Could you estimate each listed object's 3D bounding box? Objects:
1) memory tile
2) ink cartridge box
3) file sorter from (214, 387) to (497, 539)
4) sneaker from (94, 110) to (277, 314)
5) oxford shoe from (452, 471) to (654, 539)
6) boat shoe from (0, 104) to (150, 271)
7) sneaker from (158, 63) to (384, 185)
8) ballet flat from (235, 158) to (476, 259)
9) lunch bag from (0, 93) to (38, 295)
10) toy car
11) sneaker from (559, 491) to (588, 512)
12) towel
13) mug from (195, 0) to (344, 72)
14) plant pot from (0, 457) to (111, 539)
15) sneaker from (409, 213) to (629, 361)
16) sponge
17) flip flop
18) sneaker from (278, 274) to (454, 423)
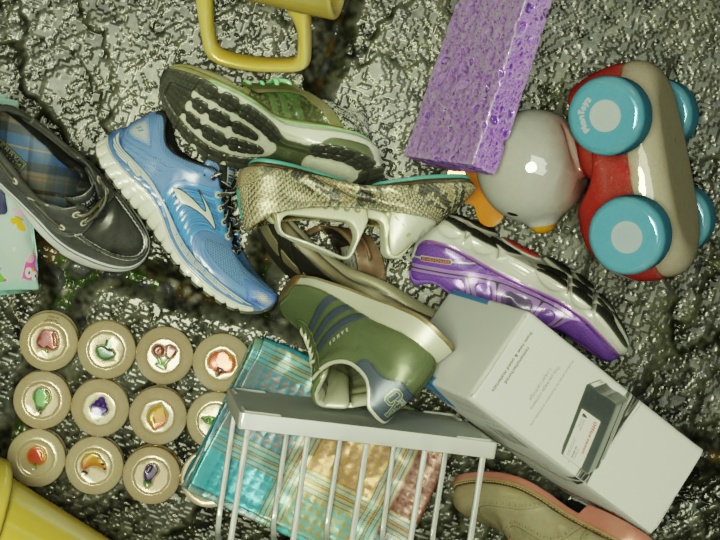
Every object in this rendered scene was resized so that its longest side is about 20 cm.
[{"bbox_3d":[-0.197,0.120,1.286,0.199,0.017,0.154,7,91,-3],"label":"memory tile"},{"bbox_3d":[0.150,0.110,1.201,0.200,0.145,0.084,38,82,-21],"label":"ink cartridge box"},{"bbox_3d":[-0.011,0.174,1.207,0.199,0.139,0.125,7,93,-9],"label":"file sorter"},{"bbox_3d":[-0.130,-0.049,1.255,0.089,0.079,0.200,-38,92,1],"label":"sneaker"},{"bbox_3d":[0.142,0.218,1.223,0.070,0.200,0.075,45,68,-40],"label":"oxford shoe"},{"bbox_3d":[-0.238,-0.068,1.218,0.200,0.066,0.070,47,65,-28],"label":"boat shoe"},{"bbox_3d":[-0.073,-0.129,1.250,0.200,0.089,0.077,23,134,-21],"label":"sneaker"},{"bbox_3d":[-0.003,-0.044,1.219,0.199,0.068,0.076,4,76,-16],"label":"ballet flat"},{"bbox_3d":[-0.366,-0.051,1.227,0.199,0.122,0.171,-7,86,-14],"label":"lunch bag"},{"bbox_3d":[0.169,-0.071,1.246,0.200,0.184,0.177,-9,92,27],"label":"toy car"},{"bbox_3d":[0.189,0.243,1.286,0.200,0.075,0.079,-46,114,-1],"label":"sneaker"},{"bbox_3d":[-0.032,0.160,1.281,0.200,0.022,0.147,26,88,-7],"label":"towel"},{"bbox_3d":[-0.090,-0.267,1.225,0.153,0.149,0.187,5,84,6],"label":"mug"},{"bbox_3d":[-0.291,0.257,1.206,0.189,0.201,0.201,25,90,-18],"label":"plant pot"},{"bbox_3d":[0.134,0.025,1.280,0.200,0.081,0.084,28,107,4],"label":"sneaker"},{"bbox_3d":[0.104,-0.180,1.246,0.030,0.112,0.200,19,90,-29],"label":"sponge"},{"bbox_3d":[0.000,0.000,1.266,0.200,0.081,0.058,30,72,-3],"label":"flip flop"},{"bbox_3d":[-0.019,0.065,1.203,0.067,0.200,0.090,46,72,-36],"label":"sneaker"}]
